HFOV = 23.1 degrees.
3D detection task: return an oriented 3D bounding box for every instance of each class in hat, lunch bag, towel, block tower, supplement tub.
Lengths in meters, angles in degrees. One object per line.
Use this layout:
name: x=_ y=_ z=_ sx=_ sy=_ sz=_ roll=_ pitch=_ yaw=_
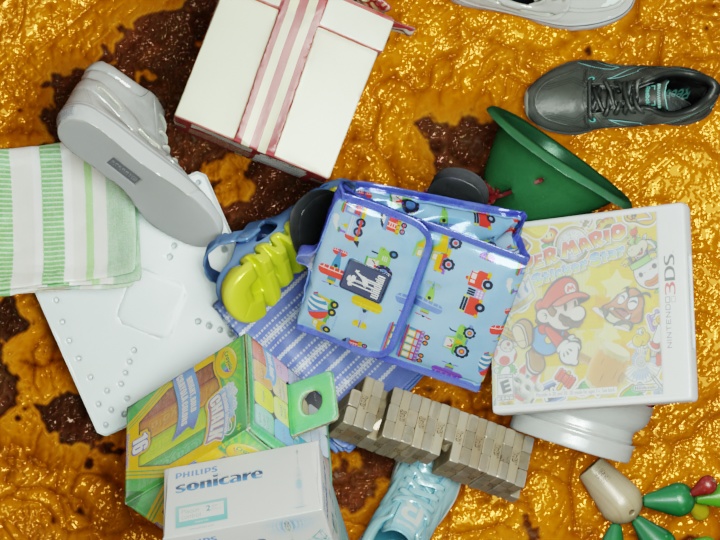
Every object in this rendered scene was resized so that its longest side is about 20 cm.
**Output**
hat: x=0.142 y=-0.048 z=1.729 sx=0.165 sy=0.200 sz=0.177 roll=24 pitch=106 yaw=-42
lunch bag: x=0.038 y=0.004 z=1.623 sx=0.199 sy=0.094 sz=0.151 roll=15 pitch=119 yaw=-6
towel: x=-0.314 y=-0.050 z=1.707 sx=0.198 sy=0.023 sz=0.154 roll=-6 pitch=76 yaw=0
towel: x=-0.033 y=0.063 z=1.739 sx=0.145 sy=0.024 sz=0.200 roll=-43 pitch=96 yaw=-19
block tower: x=0.073 y=0.163 z=1.709 sx=0.199 sy=0.058 sz=0.054 roll=21 pitch=65 yaw=-12
supplement tub: x=0.232 y=0.075 z=1.724 sx=0.139 sy=0.140 sz=0.201 roll=16 pitch=89 yaw=-6

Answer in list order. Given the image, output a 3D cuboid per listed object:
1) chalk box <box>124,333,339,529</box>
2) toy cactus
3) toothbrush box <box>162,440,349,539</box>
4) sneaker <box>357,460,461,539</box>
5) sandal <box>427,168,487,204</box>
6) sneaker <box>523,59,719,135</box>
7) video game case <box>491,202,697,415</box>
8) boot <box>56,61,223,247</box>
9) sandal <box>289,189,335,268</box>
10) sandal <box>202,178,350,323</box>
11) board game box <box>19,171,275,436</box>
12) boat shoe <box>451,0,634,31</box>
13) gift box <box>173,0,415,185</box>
chalk box: x=-0.108 y=0.156 z=1.646 sx=0.199 sy=0.125 sz=0.124 roll=-33 pitch=127 yaw=22
toy cactus: x=0.282 y=0.262 z=1.764 sx=0.200 sy=0.102 sz=0.165 roll=-42 pitch=84 yaw=5
toothbrush box: x=-0.086 y=0.260 z=1.602 sx=0.145 sy=0.086 sz=0.201 roll=-10 pitch=132 yaw=4
sneaker: x=0.053 y=0.239 z=1.737 sx=0.074 sy=0.082 sz=0.201 roll=27 pitch=87 yaw=-6
sandal: x=0.075 y=-0.008 z=1.700 sx=0.076 sy=0.043 sz=0.201 roll=13 pitch=130 yaw=11
sneaker: x=0.263 y=-0.178 z=1.756 sx=0.198 sy=0.079 sz=0.076 roll=-6 pitch=91 yaw=-4
video game case: x=0.214 y=0.038 z=1.646 sx=0.199 sy=0.023 sz=0.184 roll=-7 pitch=77 yaw=29
boot: x=-0.197 y=-0.116 z=1.690 sx=0.200 sy=0.073 sz=0.096 roll=43 pitch=45 yaw=-27
sandal: x=0.001 y=0.000 z=1.684 sx=0.076 sy=0.043 sz=0.201 roll=-50 pitch=126 yaw=-22
sandal: x=-0.078 y=-0.032 z=1.699 sx=0.200 sy=0.087 sz=0.080 roll=-34 pitch=129 yaw=-32
board game box: x=-0.206 y=0.032 z=1.738 sx=0.199 sy=0.026 sz=0.201 roll=-24 pitch=93 yaw=-5
boat shoe: x=0.181 y=-0.286 z=1.751 sx=0.198 sy=0.066 sz=0.073 roll=11 pitch=89 yaw=-5
gift box: x=-0.065 y=-0.195 z=1.667 sx=0.183 sy=0.200 sz=0.188 roll=22 pitch=87 yaw=-10
